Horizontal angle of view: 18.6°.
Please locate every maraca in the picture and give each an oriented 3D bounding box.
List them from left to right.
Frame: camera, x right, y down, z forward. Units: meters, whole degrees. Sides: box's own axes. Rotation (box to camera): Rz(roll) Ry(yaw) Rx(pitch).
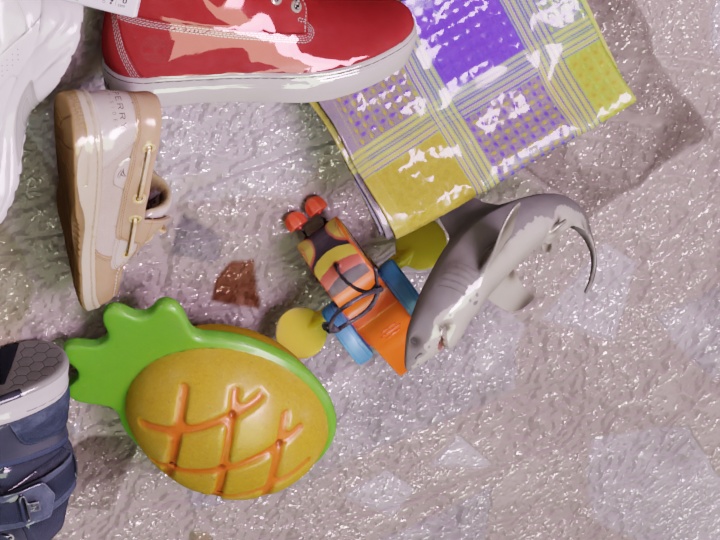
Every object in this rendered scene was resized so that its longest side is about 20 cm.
[{"bbox_3d":[-0.108,0.086,1.503,0.200,0.107,0.137,34,121,-26],"label":"maraca"}]

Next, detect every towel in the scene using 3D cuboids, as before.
[{"bbox_3d":[0.066,-0.123,1.433,0.199,0.023,0.144,-28,96,-7],"label":"towel"}]

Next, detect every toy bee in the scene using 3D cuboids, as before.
[{"bbox_3d":[0.000,0.000,1.510,0.131,0.109,0.200,-28,160,-17],"label":"toy bee"}]

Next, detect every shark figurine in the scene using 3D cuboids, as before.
[{"bbox_3d":[0.095,-0.030,1.495,0.214,0.089,0.129,-29,144,-44],"label":"shark figurine"}]

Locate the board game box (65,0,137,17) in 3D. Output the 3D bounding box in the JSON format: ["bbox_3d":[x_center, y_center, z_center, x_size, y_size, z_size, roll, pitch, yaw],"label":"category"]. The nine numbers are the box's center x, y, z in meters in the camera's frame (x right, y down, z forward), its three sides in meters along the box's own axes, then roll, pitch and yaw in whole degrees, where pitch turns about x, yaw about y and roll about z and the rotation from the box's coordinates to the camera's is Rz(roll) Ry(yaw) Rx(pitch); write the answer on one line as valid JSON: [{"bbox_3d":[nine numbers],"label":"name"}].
[{"bbox_3d":[-0.179,-0.164,1.156,0.134,0.200,0.034,13,95,-6],"label":"board game box"}]

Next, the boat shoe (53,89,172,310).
[{"bbox_3d":[-0.150,-0.042,1.367,0.069,0.074,0.200,-11,152,-13],"label":"boat shoe"}]

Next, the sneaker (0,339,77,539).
[{"bbox_3d":[-0.283,0.141,1.465,0.201,0.077,0.147,-16,129,-20],"label":"sneaker"}]

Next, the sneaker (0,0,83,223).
[{"bbox_3d":[-0.244,-0.098,1.307,0.099,0.078,0.201,15,108,-30],"label":"sneaker"}]

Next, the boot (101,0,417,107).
[{"bbox_3d":[-0.058,-0.178,1.333,0.199,0.073,0.145,-6,126,-14],"label":"boot"}]
